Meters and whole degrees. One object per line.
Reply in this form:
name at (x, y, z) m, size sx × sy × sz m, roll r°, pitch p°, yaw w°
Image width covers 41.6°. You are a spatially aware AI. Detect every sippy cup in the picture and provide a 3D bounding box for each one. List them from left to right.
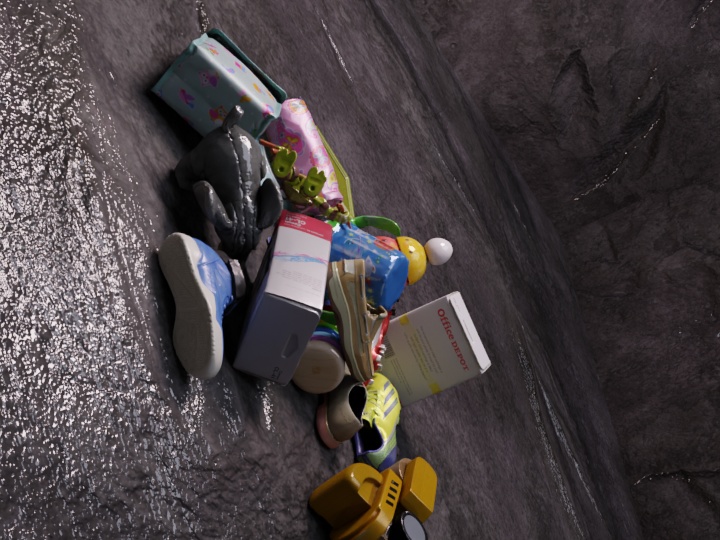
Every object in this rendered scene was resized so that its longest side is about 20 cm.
sippy cup at (0.000, 0.000, 1.479) m, size 0.140 × 0.130 × 0.178 m, roll 7°, pitch 103°, yaw -67°

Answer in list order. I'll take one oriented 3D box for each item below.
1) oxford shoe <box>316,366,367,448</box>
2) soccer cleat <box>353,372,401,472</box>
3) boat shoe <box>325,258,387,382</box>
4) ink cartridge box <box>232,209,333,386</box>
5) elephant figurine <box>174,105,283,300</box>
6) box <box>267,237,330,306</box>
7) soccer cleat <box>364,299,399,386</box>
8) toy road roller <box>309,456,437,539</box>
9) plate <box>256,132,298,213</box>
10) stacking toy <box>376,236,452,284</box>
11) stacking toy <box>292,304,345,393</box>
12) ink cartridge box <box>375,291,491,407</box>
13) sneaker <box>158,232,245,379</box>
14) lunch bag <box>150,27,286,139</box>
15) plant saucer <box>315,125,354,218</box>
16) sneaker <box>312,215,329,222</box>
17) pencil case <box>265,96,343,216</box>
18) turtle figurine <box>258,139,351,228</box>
oxford shoe at (-0.019, 0.185, 1.465) m, size 0.071 × 0.074 × 0.200 m, roll 49°, pitch 25°, yaw -33°
soccer cleat at (0.022, 0.235, 1.525) m, size 0.084 × 0.065 × 0.201 m, roll 46°, pitch 28°, yaw -36°
boat shoe at (0.003, 0.075, 1.384) m, size 0.072 × 0.076 × 0.201 m, roll -101°, pitch 177°, yaw -60°
ink cartridge box at (-0.104, 0.034, 1.314) m, size 0.085 × 0.148 × 0.200 m, roll 20°, pitch 34°, yaw -9°
elephant figurine at (-0.169, -0.089, 1.319) m, size 0.155 × 0.141 × 0.201 m, roll 40°, pitch 27°, yaw -58°
box at (-0.078, 0.012, 1.586) m, size 0.200 × 0.032 × 0.122 m, roll 21°, pitch 47°, yaw -61°
soccer cleat at (0.005, 0.104, 1.576) m, size 0.069 × 0.085 × 0.201 m, roll 81°, pitch 24°, yaw -68°
toy road roller at (0.015, 0.323, 1.332) m, size 0.146 × 0.123 × 0.200 m, roll 48°, pitch 24°, yaw -10°
plate at (-0.141, -0.167, 1.625) m, size 0.200 × 0.026 × 0.200 m, roll 58°, pitch 17°, yaw -28°
stacking toy at (0.067, -0.017, 1.697) m, size 0.146 × 0.199 × 0.147 m, roll 162°, pitch -90°, yaw -88°
stacking toy at (-0.053, 0.109, 1.472) m, size 0.086 × 0.085 × 0.200 m, roll 59°, pitch 17°, yaw -15°
ink cartridge box at (0.105, 0.142, 1.637) m, size 0.146 × 0.200 × 0.083 m, roll 66°, pitch 20°, yaw 3°
sneaker at (-0.186, 0.050, 1.210) m, size 0.111 × 0.077 × 0.200 m, roll 19°, pitch 42°, yaw -50°
lunch bag at (-0.208, -0.276, 1.458) m, size 0.170 × 0.122 × 0.200 m, roll 42°, pitch 17°, yaw -12°
plant saucer at (-0.066, -0.171, 1.754) m, size 0.200 × 0.048 × 0.200 m, roll 55°, pitch 17°, yaw -38°
sneaker at (-0.070, -0.045, 1.554) m, size 0.200 × 0.077 × 0.080 m, roll -37°, pitch 119°, yaw -62°
pencil case at (-0.100, -0.190, 1.594) m, size 0.201 × 0.087 × 0.087 m, roll 66°, pitch 20°, yaw 7°
turtle figurine at (-0.095, -0.132, 1.404) m, size 0.200 × 0.064 × 0.161 m, roll 46°, pitch -4°, yaw 6°
